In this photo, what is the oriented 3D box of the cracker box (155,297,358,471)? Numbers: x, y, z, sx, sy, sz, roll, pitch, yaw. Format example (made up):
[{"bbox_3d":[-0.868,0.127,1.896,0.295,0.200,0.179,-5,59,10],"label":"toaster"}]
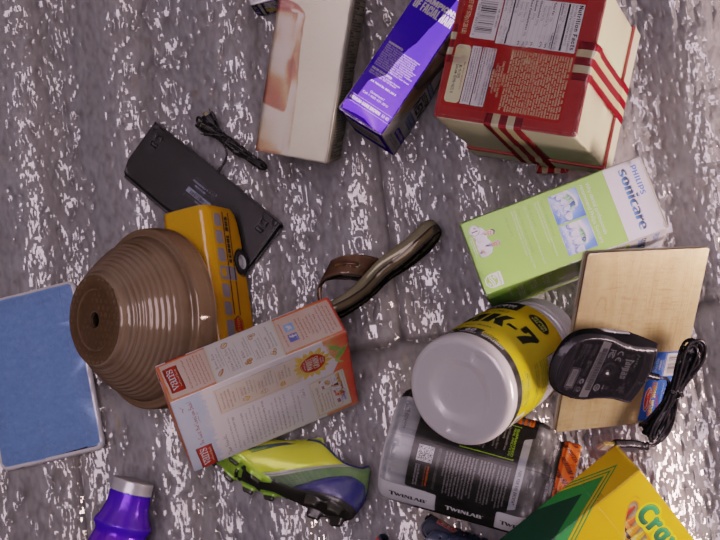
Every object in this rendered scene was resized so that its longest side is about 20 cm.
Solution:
[{"bbox_3d":[-0.108,0.123,1.481,0.199,0.134,0.058,-22,52,-12],"label":"cracker box"}]

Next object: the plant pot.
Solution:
[{"bbox_3d":[-0.253,0.054,1.511,0.200,0.092,0.202,1,92,46],"label":"plant pot"}]

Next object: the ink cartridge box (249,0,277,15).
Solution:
[{"bbox_3d":[-0.038,-0.373,1.602,0.199,0.050,0.110,-12,82,6],"label":"ink cartridge box"}]

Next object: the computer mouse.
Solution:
[{"bbox_3d":[0.255,0.121,1.419,0.046,0.199,0.141,46,125,51],"label":"computer mouse"}]

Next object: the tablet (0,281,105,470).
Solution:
[{"bbox_3d":[-0.375,0.123,1.612,0.129,0.014,0.201,-14,80,7],"label":"tablet"}]

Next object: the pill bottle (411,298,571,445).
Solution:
[{"bbox_3d":[0.145,0.097,1.429,0.114,0.200,0.115,8,106,28],"label":"pill bottle"}]

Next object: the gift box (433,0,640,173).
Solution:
[{"bbox_3d":[0.183,-0.214,1.481,0.199,0.187,0.185,16,87,25],"label":"gift box"}]

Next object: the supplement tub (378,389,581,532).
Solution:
[{"bbox_3d":[0.127,0.207,1.467,0.199,0.123,0.123,14,85,11],"label":"supplement tub"}]

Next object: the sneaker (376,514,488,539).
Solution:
[{"bbox_3d":[0.108,0.300,1.483,0.199,0.075,0.085,-12,86,8],"label":"sneaker"}]

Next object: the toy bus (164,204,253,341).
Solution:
[{"bbox_3d":[-0.166,0.032,1.550,0.065,0.078,0.201,-12,81,24],"label":"toy bus"}]

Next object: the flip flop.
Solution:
[{"bbox_3d":[0.000,0.000,1.534,0.200,0.081,0.058,-38,84,-2],"label":"flip flop"}]

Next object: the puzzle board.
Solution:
[{"bbox_3d":[0.279,0.070,1.440,0.150,0.017,0.201,-3,113,-24],"label":"puzzle board"}]

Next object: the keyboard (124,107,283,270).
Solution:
[{"bbox_3d":[-0.171,-0.104,1.605,0.200,0.021,0.127,39,97,10],"label":"keyboard"}]

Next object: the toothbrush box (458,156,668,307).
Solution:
[{"bbox_3d":[0.216,-0.036,1.471,0.199,0.146,0.086,-22,80,5],"label":"toothbrush box"}]

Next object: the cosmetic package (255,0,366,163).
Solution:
[{"bbox_3d":[-0.054,-0.226,1.536,0.087,0.103,0.201,11,98,7],"label":"cosmetic package"}]

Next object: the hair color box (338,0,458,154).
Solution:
[{"bbox_3d":[0.063,-0.235,1.539,0.065,0.109,0.200,32,89,11],"label":"hair color box"}]

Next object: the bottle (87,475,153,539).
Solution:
[{"bbox_3d":[-0.277,0.331,1.535,0.065,0.084,0.201,13,86,11],"label":"bottle"}]

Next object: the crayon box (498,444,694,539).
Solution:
[{"bbox_3d":[0.256,0.305,1.414,0.172,0.058,0.200,-39,117,3],"label":"crayon box"}]

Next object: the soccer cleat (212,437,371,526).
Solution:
[{"bbox_3d":[-0.082,0.214,1.541,0.199,0.065,0.084,22,57,15],"label":"soccer cleat"}]
